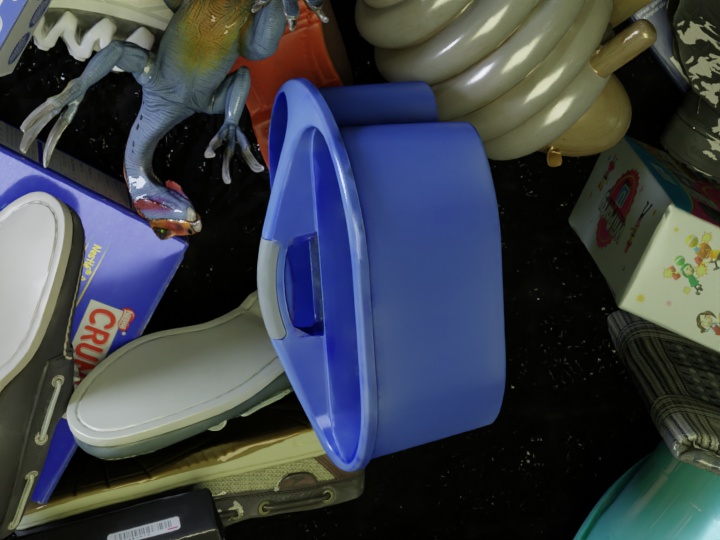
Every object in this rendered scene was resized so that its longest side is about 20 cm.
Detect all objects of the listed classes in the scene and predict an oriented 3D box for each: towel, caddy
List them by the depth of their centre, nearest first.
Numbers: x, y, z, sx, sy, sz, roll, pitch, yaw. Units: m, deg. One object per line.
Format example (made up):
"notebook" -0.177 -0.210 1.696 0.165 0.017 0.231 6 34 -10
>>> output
"caddy" 0.000 0.000 1.310 0.105 0.141 0.200 -11 114 -15
"towel" 0.241 0.079 1.423 0.200 0.193 0.035 17 106 -10

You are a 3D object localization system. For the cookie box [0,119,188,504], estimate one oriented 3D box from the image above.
"cookie box" -0.218 0.004 1.407 0.200 0.075 0.171 27 103 -14

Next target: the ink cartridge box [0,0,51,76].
"ink cartridge box" -0.158 -0.197 1.225 0.094 0.044 0.200 33 106 4

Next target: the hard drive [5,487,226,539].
"hard drive" -0.126 0.210 1.463 0.140 0.038 0.200 -15 133 -1

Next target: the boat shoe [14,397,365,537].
"boat shoe" -0.092 0.125 1.462 0.201 0.072 0.066 -17 104 -6

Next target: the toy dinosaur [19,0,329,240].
"toy dinosaur" -0.068 -0.101 1.323 0.105 0.182 0.200 38 59 4

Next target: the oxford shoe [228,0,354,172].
"oxford shoe" -0.046 -0.131 1.388 0.071 0.073 0.200 -14 109 7

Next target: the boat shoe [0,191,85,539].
"boat shoe" -0.179 0.053 1.366 0.063 0.073 0.200 7 109 -48

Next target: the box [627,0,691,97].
"box" 0.202 -0.156 1.427 0.121 0.032 0.200 -37 109 5

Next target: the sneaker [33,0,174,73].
"sneaker" -0.169 -0.154 1.370 0.200 0.075 0.081 13 98 -19

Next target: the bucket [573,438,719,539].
"bucket" 0.217 0.175 1.450 0.207 0.207 0.135 29 101 -14

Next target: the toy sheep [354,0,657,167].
"toy sheep" 0.067 -0.132 1.369 0.138 0.138 0.200 -42 110 7

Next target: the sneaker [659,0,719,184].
"sneaker" 0.238 -0.083 1.408 0.200 0.060 0.104 23 108 -10

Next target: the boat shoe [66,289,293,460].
"boat shoe" -0.071 0.062 1.407 0.200 0.073 0.062 -29 136 -39

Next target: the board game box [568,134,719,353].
"board game box" 0.222 0.008 1.422 0.200 0.148 0.064 22 105 -13
